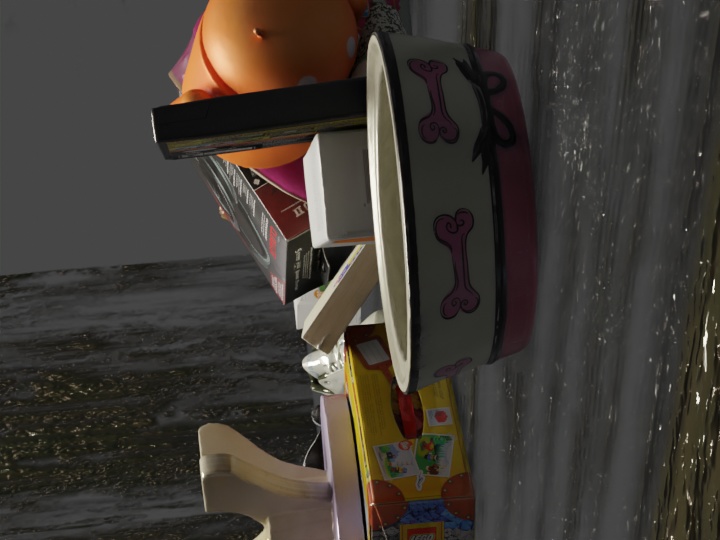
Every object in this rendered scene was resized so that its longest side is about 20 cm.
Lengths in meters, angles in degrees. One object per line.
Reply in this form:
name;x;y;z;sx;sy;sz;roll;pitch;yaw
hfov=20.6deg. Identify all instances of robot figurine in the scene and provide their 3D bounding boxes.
robot figurine;-0.068;-0.147;1.438;0.200;0.143;0.117;121;149;-64

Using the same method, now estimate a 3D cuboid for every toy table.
toy table;-0.058;0.190;1.497;0.201;0.116;0.185;-100;6;-50

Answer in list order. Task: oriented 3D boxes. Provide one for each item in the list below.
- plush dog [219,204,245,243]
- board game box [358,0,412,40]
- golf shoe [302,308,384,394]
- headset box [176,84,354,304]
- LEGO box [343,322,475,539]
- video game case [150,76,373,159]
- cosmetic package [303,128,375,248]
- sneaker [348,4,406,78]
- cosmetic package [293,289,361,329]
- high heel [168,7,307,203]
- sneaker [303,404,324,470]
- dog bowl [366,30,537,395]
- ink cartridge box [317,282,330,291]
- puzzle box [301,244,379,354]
plush dog;-0.032;-0.100;1.876;0.200;0.160;0.173;110;-178;-76
board game box;0.003;-0.219;1.621;0.200;0.064;0.149;-120;25;-80
golf shoe;-0.006;0.091;1.895;0.200;0.096;0.079;101;166;-70
headset box;-0.075;-0.076;1.696;0.201;0.077;0.149;57;166;17
LEGO box;0.035;0.158;1.494;0.201;0.077;0.150;-99;6;-52
video game case;-0.031;-0.100;1.263;0.181;0.198;0.026;-179;81;-86
cosmetic package;0.016;-0.056;1.348;0.200;0.101;0.072;173;91;-87
sneaker;0.017;-0.126;1.496;0.200;0.076;0.089;108;160;-59
cosmetic package;-0.049;-0.018;2.478;0.051;0.082;0.201;89;174;-47
high heel;-0.071;-0.139;1.578;0.200;0.096;0.067;44;-162;24
sneaker;0.010;0.196;1.642;0.076;0.113;0.201;91;173;-60
dog bowl;0.049;-0.035;1.098;0.200;0.073;0.202;174;90;-86
ink cartridge box;-0.038;-0.070;2.197;0.200;0.059;0.104;74;-171;-61
puzzle box;0.000;0.000;1.579;0.133;0.025;0.200;-55;2;2
